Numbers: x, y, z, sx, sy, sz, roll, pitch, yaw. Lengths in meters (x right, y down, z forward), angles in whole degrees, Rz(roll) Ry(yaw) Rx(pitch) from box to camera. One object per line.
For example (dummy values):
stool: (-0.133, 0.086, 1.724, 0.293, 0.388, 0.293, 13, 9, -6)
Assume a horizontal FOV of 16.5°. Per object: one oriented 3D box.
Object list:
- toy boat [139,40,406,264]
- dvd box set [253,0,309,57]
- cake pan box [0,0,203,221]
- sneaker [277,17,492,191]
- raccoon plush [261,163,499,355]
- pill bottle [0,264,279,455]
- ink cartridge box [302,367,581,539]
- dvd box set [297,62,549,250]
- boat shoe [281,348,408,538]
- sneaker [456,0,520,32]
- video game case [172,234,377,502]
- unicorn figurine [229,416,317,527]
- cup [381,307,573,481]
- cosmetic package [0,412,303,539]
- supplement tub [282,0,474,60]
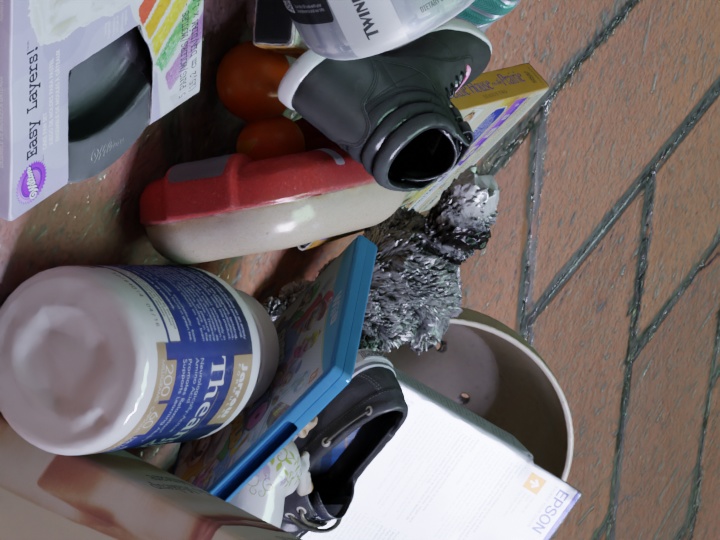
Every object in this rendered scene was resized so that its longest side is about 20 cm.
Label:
toy boat: (-0.057, -0.081, 1.579, 0.200, 0.130, 0.131, -17, 97, -61)
dvd box set: (-0.007, -0.201, 1.586, 0.200, 0.029, 0.146, 6, 88, -66)
cake pan box: (-0.154, -0.146, 1.362, 0.184, 0.052, 0.200, -37, 143, -46)
sneaker: (0.041, -0.099, 1.557, 0.200, 0.099, 0.071, -17, 148, -53)
raccoon plush: (0.000, 0.000, 1.732, 0.134, 0.097, 0.200, -23, 149, -33)
pill bottle: (-0.130, 0.052, 1.518, 0.200, 0.111, 0.111, -1, 112, -65)
ink cartridge box: (0.028, 0.186, 1.847, 0.200, 0.200, 0.041, -55, -166, 12)
dvd box set: (0.042, -0.084, 1.796, 0.146, 0.029, 0.200, -46, 167, 28)
boat shoe: (-0.029, 0.147, 1.751, 0.070, 0.066, 0.200, 16, 120, -43)
sneaker: (0.075, -0.207, 1.751, 0.088, 0.074, 0.200, -64, -174, -36)
video game case: (-0.062, 0.081, 1.623, 0.200, 0.018, 0.143, -45, -161, 32)
unicorn figurine: (-0.069, 0.178, 1.652, 0.137, 0.074, 0.200, 69, 22, -84)
cup: (0.061, 0.106, 1.925, 0.143, 0.200, 0.200, -87, -169, -71)
cosmetic package: (-0.136, 0.164, 1.494, 0.087, 0.200, 0.103, -66, 158, 1)
supplement tub: (-0.015, -0.232, 1.418, 0.123, 0.122, 0.200, -47, 121, -39)
